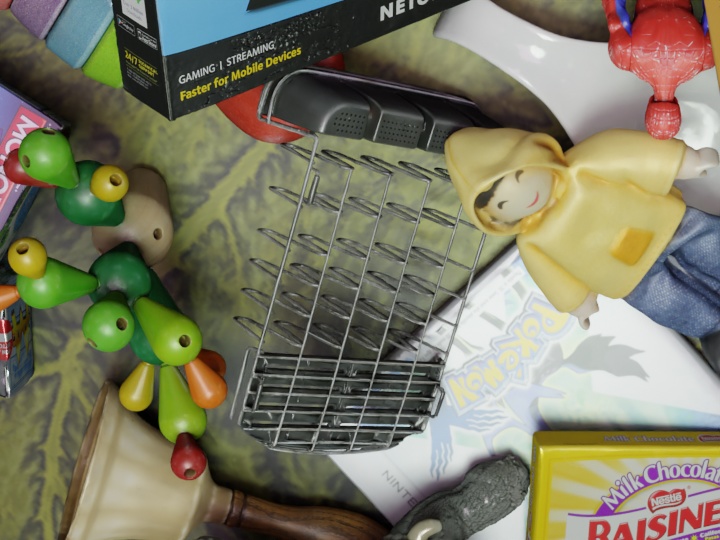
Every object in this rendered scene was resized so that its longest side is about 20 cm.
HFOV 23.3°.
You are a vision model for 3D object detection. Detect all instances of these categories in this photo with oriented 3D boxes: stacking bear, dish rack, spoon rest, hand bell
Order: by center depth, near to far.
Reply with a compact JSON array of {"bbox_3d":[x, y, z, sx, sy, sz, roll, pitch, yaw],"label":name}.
[{"bbox_3d":[0.000,0.000,0.934,0.153,0.054,0.201,6,104,-39],"label":"dish rack"},{"bbox_3d":[-0.098,-0.141,0.936,0.199,0.121,0.114,30,81,-12],"label":"stacking bear"},{"bbox_3d":[0.132,-0.095,0.947,0.199,0.061,0.100,28,103,0],"label":"spoon rest"},{"bbox_3d":[-0.066,0.139,1.014,0.199,0.104,0.105,16,103,-12],"label":"hand bell"}]

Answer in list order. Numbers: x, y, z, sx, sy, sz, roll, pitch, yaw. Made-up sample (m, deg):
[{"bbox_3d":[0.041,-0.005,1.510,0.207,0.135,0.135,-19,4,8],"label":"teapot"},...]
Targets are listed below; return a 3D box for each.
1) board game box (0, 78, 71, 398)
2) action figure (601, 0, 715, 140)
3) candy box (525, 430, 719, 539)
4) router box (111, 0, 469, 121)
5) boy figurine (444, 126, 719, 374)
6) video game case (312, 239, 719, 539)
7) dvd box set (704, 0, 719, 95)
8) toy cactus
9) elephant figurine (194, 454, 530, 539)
[{"bbox_3d":[-0.252,-0.029,0.995,0.199,0.062,0.200,33,102,-3],"label":"board game box"},{"bbox_3d":[0.158,-0.164,0.904,0.065,0.052,0.201,3,74,2],"label":"action figure"},{"bbox_3d":[0.193,0.141,0.987,0.199,0.026,0.103,0,107,-4],"label":"candy box"},{"bbox_3d":[-0.030,-0.177,0.851,0.199,0.051,0.150,-27,131,-30],"label":"router box"},{"bbox_3d":[0.135,-0.024,0.918,0.199,0.065,0.124,29,121,-22],"label":"boy figurine"},{"bbox_3d":[0.102,0.094,1.007,0.200,0.022,0.182,-42,95,11],"label":"video game case"},{"bbox_3d":[0.210,-0.104,0.884,0.029,0.146,0.201,-9,94,27],"label":"dvd box set"},{"bbox_3d":[-0.132,0.003,0.938,0.102,0.165,0.200,-27,116,15],"label":"toy cactus"},{"bbox_3d":[0.008,0.198,0.940,0.199,0.142,0.156,-3,104,-8],"label":"elephant figurine"}]
